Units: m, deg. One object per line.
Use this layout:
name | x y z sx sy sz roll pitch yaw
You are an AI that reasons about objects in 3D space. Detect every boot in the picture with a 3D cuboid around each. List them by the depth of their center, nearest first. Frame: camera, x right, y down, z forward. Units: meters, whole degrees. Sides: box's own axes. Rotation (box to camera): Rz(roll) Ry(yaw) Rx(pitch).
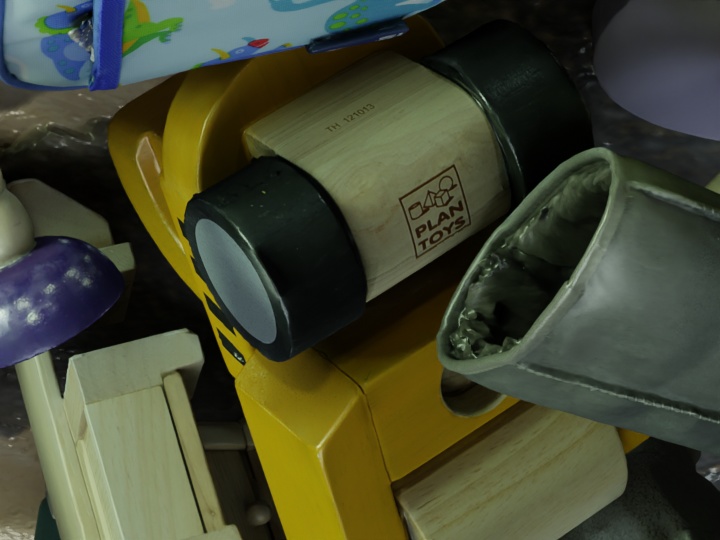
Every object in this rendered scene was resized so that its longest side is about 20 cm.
boot | 0.116 0.047 0.861 0.200 0.073 0.182 9 135 -25

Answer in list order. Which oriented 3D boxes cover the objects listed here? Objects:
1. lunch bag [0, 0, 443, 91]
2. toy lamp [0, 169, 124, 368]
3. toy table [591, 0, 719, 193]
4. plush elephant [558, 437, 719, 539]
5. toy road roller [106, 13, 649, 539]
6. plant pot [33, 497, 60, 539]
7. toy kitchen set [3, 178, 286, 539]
lunch bag | -0.040 -0.127 0.756 0.161 0.082 0.200 -12 158 -13
toy lamp | -0.133 -0.068 0.754 0.058 0.058 0.200 -16 111 26
toy table | 0.176 -0.045 0.890 0.200 0.117 0.184 -16 144 24
plush elephant | 0.086 0.150 1.004 0.155 0.165 0.200 -49 168 16
toy road roller | 0.000 0.000 0.911 0.123 0.146 0.200 -32 128 -19
plant pot | -0.040 0.159 1.206 0.200 0.141 0.141 1 148 6
toy kitchen set | -0.033 0.036 1.035 0.180 0.163 0.200 -15 166 -13
